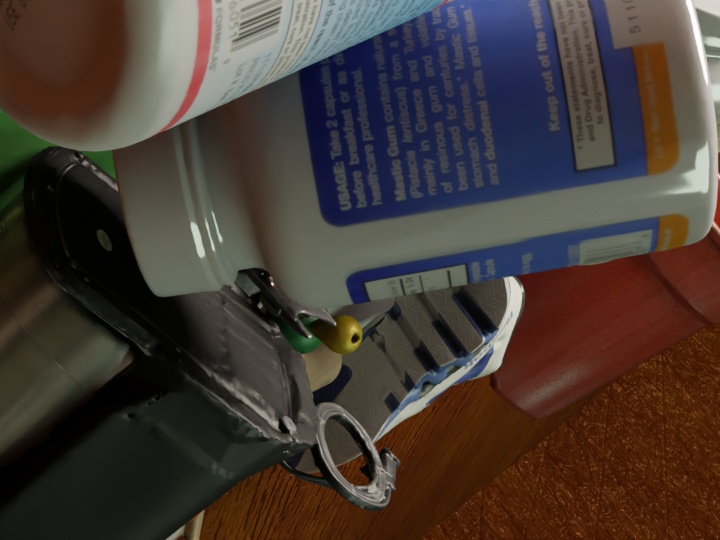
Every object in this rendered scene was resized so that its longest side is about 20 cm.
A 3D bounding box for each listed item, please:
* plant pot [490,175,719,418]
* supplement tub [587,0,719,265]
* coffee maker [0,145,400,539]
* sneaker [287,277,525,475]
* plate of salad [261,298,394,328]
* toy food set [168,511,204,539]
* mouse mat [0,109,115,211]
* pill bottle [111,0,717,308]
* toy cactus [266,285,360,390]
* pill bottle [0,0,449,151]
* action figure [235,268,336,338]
[{"bbox_3d":[0.163,-0.008,1.125,0.195,0.202,0.200,-37,168,18],"label":"plant pot"},{"bbox_3d":[0.133,-0.111,0.821,0.145,0.145,0.200,-31,163,-34],"label":"supplement tub"},{"bbox_3d":[-0.124,0.087,0.624,0.200,0.192,0.135,-42,-177,15],"label":"coffee maker"},{"bbox_3d":[0.034,0.060,1.020,0.199,0.081,0.115,-37,162,20],"label":"sneaker"},{"bbox_3d":[0.000,0.000,1.008,0.199,0.048,0.200,-27,165,-8],"label":"plate of salad"},{"bbox_3d":[-0.127,0.167,1.037,0.143,0.060,0.201,-25,135,-51],"label":"toy food set"},{"bbox_3d":[-0.152,-0.019,0.630,0.160,0.008,0.200,-28,161,-41],"label":"mouse mat"},{"bbox_3d":[0.017,-0.048,0.561,0.198,0.113,0.112,-9,166,3],"label":"pill bottle"},{"bbox_3d":[-0.060,0.058,0.876,0.200,0.102,0.165,-50,157,23],"label":"toy cactus"},{"bbox_3d":[-0.022,-0.117,0.468,0.199,0.109,0.109,-30,162,-38],"label":"pill bottle"},{"bbox_3d":[-0.009,-0.059,0.666,0.069,0.130,0.201,-8,137,-48],"label":"action figure"}]
